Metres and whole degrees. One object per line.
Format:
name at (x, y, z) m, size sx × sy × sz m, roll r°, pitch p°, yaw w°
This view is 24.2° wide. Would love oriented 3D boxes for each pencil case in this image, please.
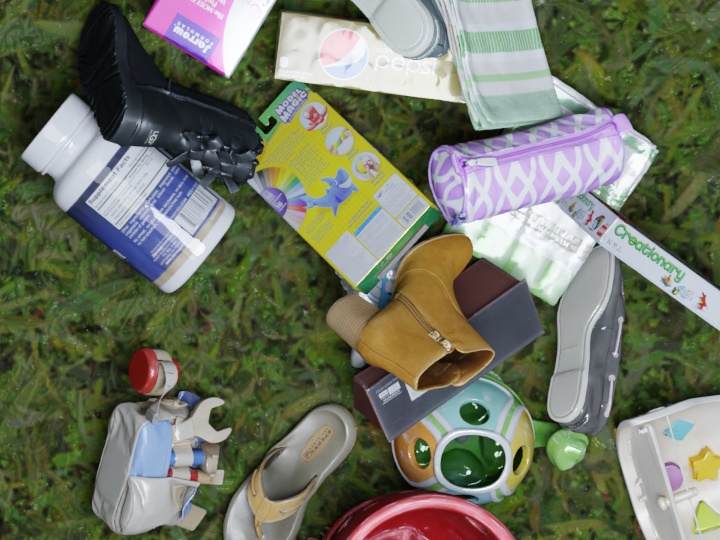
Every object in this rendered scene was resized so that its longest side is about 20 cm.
pencil case at (0.162, -0.105, 1.638) m, size 0.199 × 0.086 × 0.084 m, roll -16°, pitch 60°, yaw -23°

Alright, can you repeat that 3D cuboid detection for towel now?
towel at (0.132, -0.239, 1.640) m, size 0.023 × 0.152 × 0.201 m, roll -16°, pitch 89°, yaw 40°
towel at (0.194, -0.083, 1.738) m, size 0.149 × 0.031 × 0.200 m, roll 32°, pitch 99°, yaw -7°

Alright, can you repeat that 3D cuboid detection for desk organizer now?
desk organizer at (0.078, 0.076, 1.693) m, size 0.200 × 0.077 × 0.072 m, roll -34°, pitch 124°, yaw -16°

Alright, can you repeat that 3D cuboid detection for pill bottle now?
pill bottle at (-0.231, -0.080, 1.657) m, size 0.200 × 0.111 × 0.111 m, roll 40°, pitch 95°, yaw -10°

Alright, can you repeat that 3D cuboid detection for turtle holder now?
turtle holder at (0.123, 0.185, 1.726) m, size 0.185 × 0.132 × 0.141 m, roll 30°, pitch 97°, yaw -9°

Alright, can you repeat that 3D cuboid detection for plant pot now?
plant pot at (0.050, 0.308, 1.640) m, size 0.199 × 0.182 × 0.202 m, roll 0°, pitch 90°, yaw -10°

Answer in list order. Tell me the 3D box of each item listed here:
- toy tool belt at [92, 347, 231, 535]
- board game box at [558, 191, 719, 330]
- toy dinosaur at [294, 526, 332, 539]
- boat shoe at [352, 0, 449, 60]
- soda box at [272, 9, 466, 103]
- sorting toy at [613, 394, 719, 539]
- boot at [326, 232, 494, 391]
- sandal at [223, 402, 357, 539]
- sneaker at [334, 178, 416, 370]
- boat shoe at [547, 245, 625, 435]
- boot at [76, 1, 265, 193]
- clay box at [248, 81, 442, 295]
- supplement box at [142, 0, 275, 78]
toy tool belt at (-0.193, 0.175, 1.720) m, size 0.122 × 0.125 × 0.201 m, roll 5°, pitch 106°, yaw -37°
board game box at (0.299, -0.008, 1.688) m, size 0.200 × 0.126 × 0.035 m, roll 33°, pitch 99°, yaw -22°
toy dinosaur at (0.026, 0.297, 1.768) m, size 0.199 × 0.086 × 0.136 m, roll -28°, pitch 95°, yaw -5°
boat shoe at (0.026, -0.284, 1.639) m, size 0.073 × 0.062 × 0.200 m, roll -43°, pitch 61°, yaw 27°
soda box at (0.015, -0.214, 1.675) m, size 0.199 × 0.064 × 0.068 m, roll 6°, pitch 100°, yaw -6°
sorting toy at (0.376, 0.209, 1.775) m, size 0.179 × 0.107 × 0.201 m, roll -19°, pitch 101°, yaw -8°
boot at (0.080, 0.045, 1.624) m, size 0.201 × 0.144 × 0.071 m, roll -30°, pitch 138°, yaw -34°
sandal at (-0.079, 0.223, 1.746) m, size 0.080 × 0.054 × 0.200 m, roll 38°, pitch 94°, yaw 12°
sneaker at (0.000, 0.000, 1.719) m, size 0.086 × 0.075 × 0.201 m, roll 9°, pitch 92°, yaw 0°
boat shoe at (0.239, 0.073, 1.730) m, size 0.057 × 0.067 × 0.201 m, roll 31°, pitch 64°, yaw -35°
boot at (-0.184, -0.168, 1.646) m, size 0.162 × 0.199 × 0.073 m, roll 17°, pitch 126°, yaw -35°
clay box at (-0.029, -0.086, 1.674) m, size 0.115 × 0.048 × 0.200 m, roll -47°, pitch 70°, yaw 5°
supplement box at (-0.119, -0.300, 1.630) m, size 0.101 × 0.103 × 0.200 m, roll 30°, pitch 99°, yaw -10°
